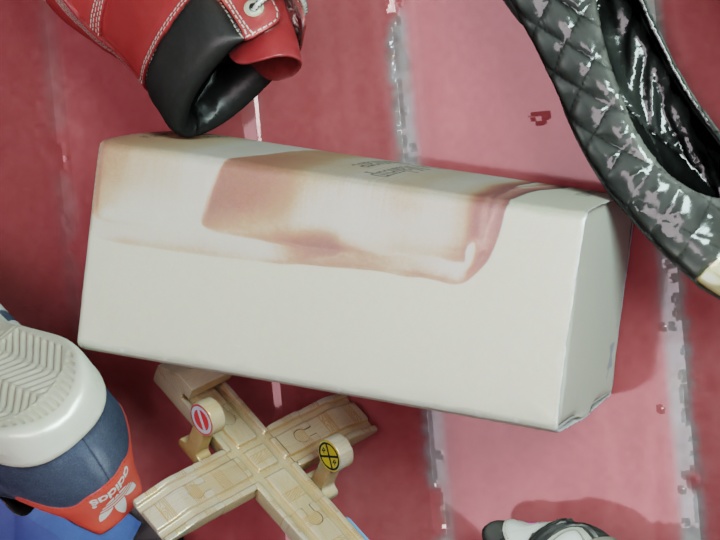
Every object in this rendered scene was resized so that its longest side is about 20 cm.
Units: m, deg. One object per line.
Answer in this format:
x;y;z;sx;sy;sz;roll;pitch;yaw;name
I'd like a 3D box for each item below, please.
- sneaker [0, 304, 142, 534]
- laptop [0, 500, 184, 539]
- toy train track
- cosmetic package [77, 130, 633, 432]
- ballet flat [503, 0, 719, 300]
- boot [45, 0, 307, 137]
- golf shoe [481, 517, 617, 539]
-0.160;0.054;0.982;0.075;0.085;0.200;-40;38;-15;sneaker
-0.150;0.184;0.988;0.103;0.200;0.178;22;103;-22;laptop
-0.011;0.099;0.923;0.200;0.115;0.033;47;140;22;toy train track
0.000;0.000;0.930;0.199;0.103;0.088;9;97;16;cosmetic package
0.112;-0.072;0.905;0.057;0.066;0.200;-36;80;34;ballet flat
-0.045;-0.159;0.929;0.144;0.072;0.200;45;114;32;boot
0.064;0.199;0.942;0.092;0.073;0.201;17;89;24;golf shoe
